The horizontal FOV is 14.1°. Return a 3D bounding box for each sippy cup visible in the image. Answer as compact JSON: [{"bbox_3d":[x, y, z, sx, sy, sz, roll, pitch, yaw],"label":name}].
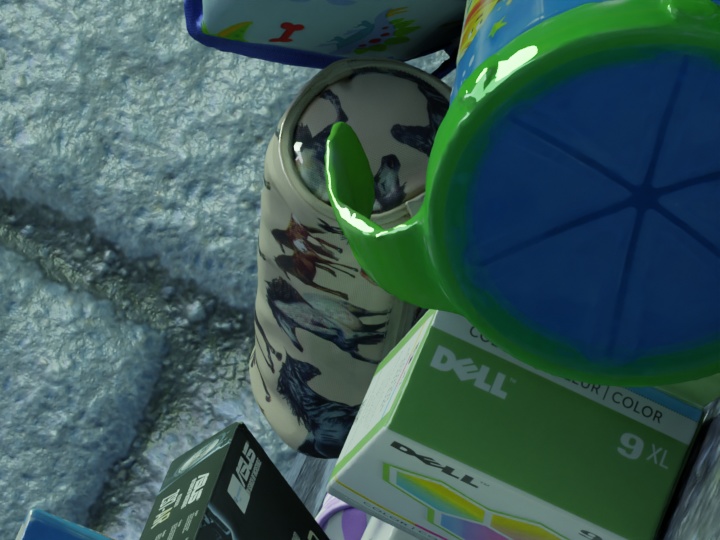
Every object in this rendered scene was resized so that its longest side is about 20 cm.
[{"bbox_3d":[0.085,-0.055,0.926,0.131,0.177,0.140,-93,16,-53],"label":"sippy cup"}]

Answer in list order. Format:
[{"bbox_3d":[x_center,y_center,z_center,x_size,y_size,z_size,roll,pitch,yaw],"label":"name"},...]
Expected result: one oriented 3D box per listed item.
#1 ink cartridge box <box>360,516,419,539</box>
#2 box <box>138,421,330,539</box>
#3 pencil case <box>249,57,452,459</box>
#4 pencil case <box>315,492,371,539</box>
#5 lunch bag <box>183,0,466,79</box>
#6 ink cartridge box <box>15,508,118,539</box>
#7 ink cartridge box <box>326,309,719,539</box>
[{"bbox_3d":[0.038,0.121,1.258,0.115,0.068,0.201,126,169,-78],"label":"ink cartridge box"},{"bbox_3d":[-0.040,0.176,1.309,0.043,0.161,0.200,-32,12,16],"label":"box"},{"bbox_3d":[0.000,0.000,1.179,0.078,0.089,0.200,-35,-24,-25],"label":"pencil case"},{"bbox_3d":[0.026,0.095,1.511,0.200,0.083,0.086,-71,-29,-58],"label":"pencil case"},{"bbox_3d":[0.045,-0.154,1.138,0.170,0.199,0.128,-32,65,42],"label":"lunch bag"},{"bbox_3d":[-0.029,0.152,0.927,0.145,0.199,0.085,135,158,-82],"label":"ink cartridge box"},{"bbox_3d":[0.058,0.062,1.047,0.200,0.103,0.060,127,168,-74],"label":"ink cartridge box"}]
